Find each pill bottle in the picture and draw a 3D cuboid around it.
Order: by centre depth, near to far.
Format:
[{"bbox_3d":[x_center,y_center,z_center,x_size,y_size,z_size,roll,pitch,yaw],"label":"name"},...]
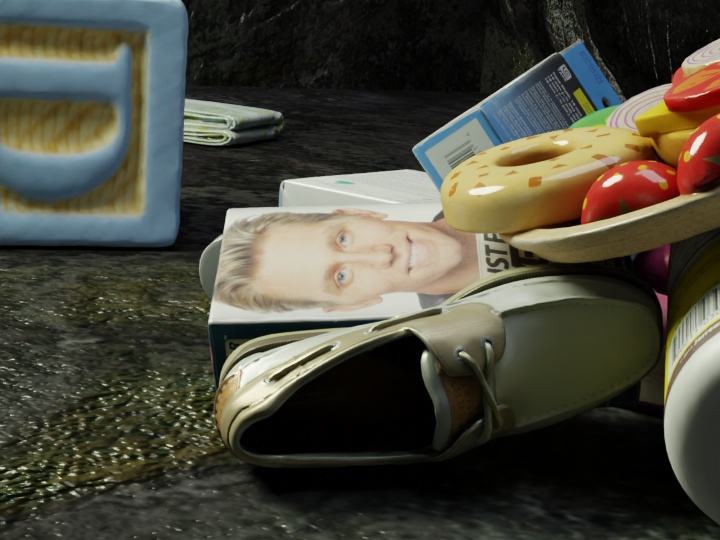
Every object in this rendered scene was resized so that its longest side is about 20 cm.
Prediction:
[{"bbox_3d":[0.187,0.020,0.618,0.109,0.110,0.200,6,30,10],"label":"pill bottle"}]

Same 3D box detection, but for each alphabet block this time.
[{"bbox_3d":[-0.256,-0.131,1.152,0.195,0.197,0.200,2,11,-20],"label":"alphabet block"}]

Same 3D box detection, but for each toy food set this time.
[{"bbox_3d":[0.147,-0.063,0.643,0.198,0.049,0.200,-32,13,-28],"label":"toy food set"}]

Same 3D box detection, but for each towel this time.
[{"bbox_3d":[-0.218,-0.205,1.979,0.171,0.048,0.200,11,12,15],"label":"towel"}]

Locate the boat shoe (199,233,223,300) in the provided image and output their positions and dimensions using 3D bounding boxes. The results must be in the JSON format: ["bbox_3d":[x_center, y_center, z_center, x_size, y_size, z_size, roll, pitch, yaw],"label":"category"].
[{"bbox_3d":[0.000,0.000,0.914,0.199,0.072,0.066,-2,14,11],"label":"boat shoe"}]

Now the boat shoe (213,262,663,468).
[{"bbox_3d":[0.037,0.049,0.611,0.199,0.075,0.068,-15,15,1],"label":"boat shoe"}]

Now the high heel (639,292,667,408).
[{"bbox_3d":[0.169,0.034,0.763,0.096,0.068,0.200,-11,21,-23],"label":"high heel"}]

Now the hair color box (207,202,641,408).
[{"bbox_3d":[0.031,0.016,0.697,0.199,0.061,0.100,-2,35,2],"label":"hair color box"}]

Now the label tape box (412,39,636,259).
[{"bbox_3d":[0.135,-0.064,0.986,0.063,0.144,0.200,-32,3,33],"label":"label tape box"}]

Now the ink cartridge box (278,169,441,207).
[{"bbox_3d":[0.052,-0.026,1.038,0.136,0.077,0.200,13,15,32],"label":"ink cartridge box"}]

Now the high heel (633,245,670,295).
[{"bbox_3d":[0.277,-0.013,1.062,0.096,0.068,0.200,18,27,27],"label":"high heel"}]
